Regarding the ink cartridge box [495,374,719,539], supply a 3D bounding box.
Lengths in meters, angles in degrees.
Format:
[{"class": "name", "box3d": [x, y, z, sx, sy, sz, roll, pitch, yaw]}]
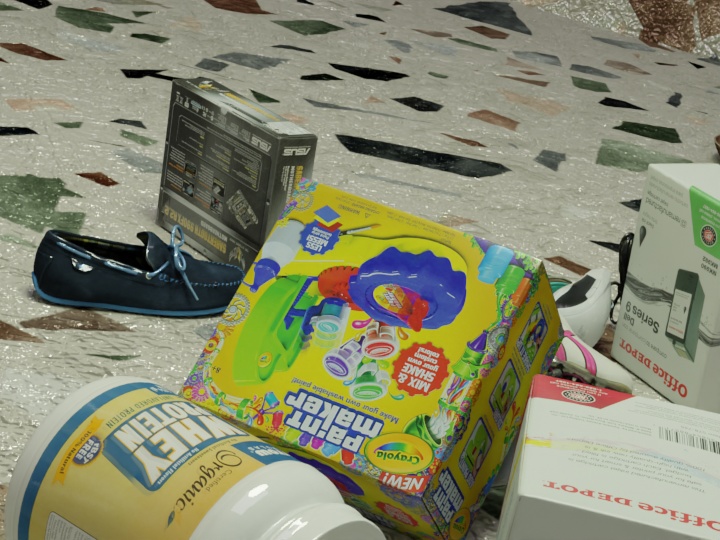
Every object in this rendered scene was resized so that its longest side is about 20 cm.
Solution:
[{"class": "ink cartridge box", "box3d": [0.160, 0.180, 1.070, 0.145, 0.145, 0.200, 13, 19, 5]}]

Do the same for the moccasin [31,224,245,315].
[{"class": "moccasin", "box3d": [-0.195, -0.001, 1.513, 0.199, 0.069, 0.080, 2, 21, -25]}]

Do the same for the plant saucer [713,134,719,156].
[{"class": "plant saucer", "box3d": [0.619, -0.159, 2.469, 0.199, 0.035, 0.200, 9, 18, -3]}]

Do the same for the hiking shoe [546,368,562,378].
[{"class": "hiking shoe", "box3d": [0.102, 0.081, 1.389, 0.075, 0.101, 0.200, -4, 24, -39]}]

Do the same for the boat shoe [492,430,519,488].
[{"class": "boat shoe", "box3d": [0.035, 0.132, 1.278, 0.199, 0.071, 0.070, 5, -15, 15]}]

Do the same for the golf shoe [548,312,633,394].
[{"class": "golf shoe", "box3d": [0.155, 0.053, 1.463, 0.199, 0.092, 0.073, 27, -25, 3]}]

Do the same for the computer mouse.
[{"class": "computer mouse", "box3d": [0.228, 0.040, 1.607, 0.044, 0.110, 0.200, 22, 31, 27]}]

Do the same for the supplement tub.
[{"class": "supplement tub", "box3d": [-0.097, 0.161, 0.982, 0.199, 0.145, 0.144, 24, 23, 33]}]

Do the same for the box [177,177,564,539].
[{"class": "box", "box3d": [0.013, 0.068, 1.200, 0.199, 0.193, 0.122, 19, -22, 24]}]

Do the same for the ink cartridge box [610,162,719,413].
[{"class": "ink cartridge box", "box3d": [0.319, 0.017, 1.544, 0.084, 0.201, 0.146, -2, 22, -26]}]

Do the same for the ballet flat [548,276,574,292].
[{"class": "ballet flat", "box3d": [0.143, 0.041, 1.588, 0.063, 0.068, 0.200, 13, 16, 34]}]

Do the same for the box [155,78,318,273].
[{"class": "box", "box3d": [-0.127, -0.089, 1.665, 0.048, 0.159, 0.200, -7, 25, -37]}]
